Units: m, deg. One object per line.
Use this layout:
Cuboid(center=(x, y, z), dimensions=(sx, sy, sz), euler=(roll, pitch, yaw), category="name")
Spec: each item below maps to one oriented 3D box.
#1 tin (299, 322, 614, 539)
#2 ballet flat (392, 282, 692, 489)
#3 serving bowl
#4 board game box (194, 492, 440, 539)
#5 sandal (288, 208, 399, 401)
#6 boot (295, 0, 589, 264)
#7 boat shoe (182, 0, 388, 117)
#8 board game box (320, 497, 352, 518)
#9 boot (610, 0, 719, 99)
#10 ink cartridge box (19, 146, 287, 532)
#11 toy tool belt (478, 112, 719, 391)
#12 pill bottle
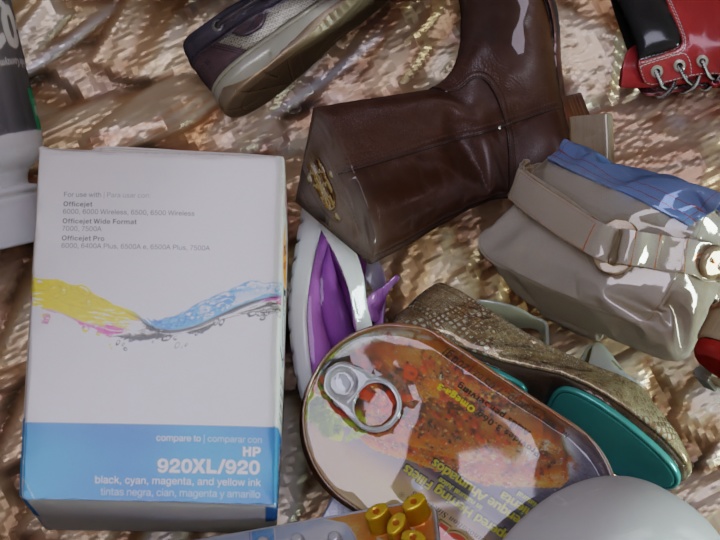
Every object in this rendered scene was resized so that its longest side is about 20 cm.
Cuboid(center=(0.055, 0.113, 1.281), dimensions=(0.199, 0.042, 0.112), euler=(34, 73, -2), category="tin")
Cuboid(center=(0.115, 0.062, 1.336), dimensions=(0.199, 0.071, 0.066), euler=(27, 54, 0), category="ballet flat")
Cuboid(center=(0.149, 0.219, 1.243), dimensions=(0.199, 0.066, 0.202), euler=(-5, 99, -33), category="serving bowl")
Cuboid(center=(-0.048, 0.223, 1.191), dimensions=(0.198, 0.026, 0.201), euler=(-11, 55, 7), category="board game box")
Cuboid(center=(-0.004, -0.002, 1.330), dimensions=(0.049, 0.082, 0.205), euler=(-5, 74, 29), category="sandal")
Cuboid(center=(0.033, -0.113, 1.335), dimensions=(0.199, 0.064, 0.188), euler=(-19, 80, -30), category="boot")
Cuboid(center=(-0.024, -0.179, 1.381), dimensions=(0.200, 0.072, 0.065), euler=(-41, 81, -8), category="boat shoe")
Cuboid(center=(0.062, 0.194, 1.312), dimensions=(0.198, 0.041, 0.201), euler=(28, 77, 4), category="board game box")
Cuboid(center=(0.243, -0.113, 1.378), dimensions=(0.143, 0.073, 0.201), euler=(-28, 72, -8), category="boot")
Cuboid(center=(-0.115, 0.043, 1.286), dimensions=(0.143, 0.147, 0.202), euler=(1, 77, -2), category="ink cartridge box")
Cuboid(center=(0.174, -0.019, 1.275), dimensions=(0.199, 0.125, 0.124), euler=(22, 77, 38), category="toy tool belt")
Cuboid(center=(-0.252, -0.107, 1.319), dimensions=(0.112, 0.113, 0.202), euler=(-13, 93, -5), category="pill bottle")
